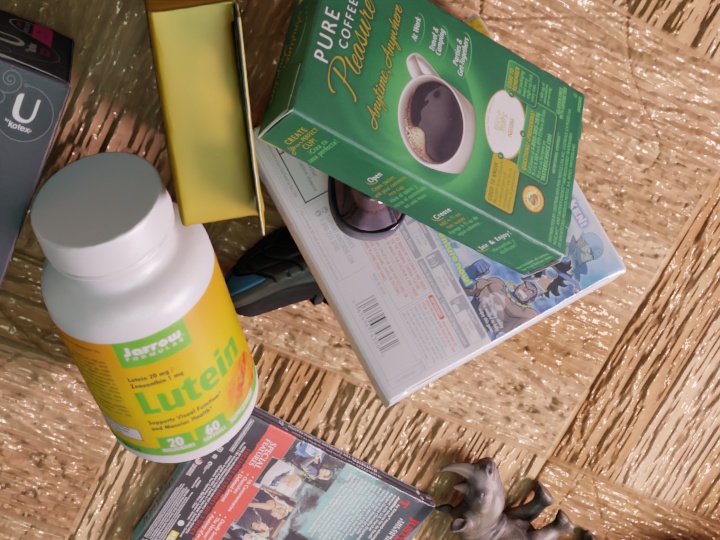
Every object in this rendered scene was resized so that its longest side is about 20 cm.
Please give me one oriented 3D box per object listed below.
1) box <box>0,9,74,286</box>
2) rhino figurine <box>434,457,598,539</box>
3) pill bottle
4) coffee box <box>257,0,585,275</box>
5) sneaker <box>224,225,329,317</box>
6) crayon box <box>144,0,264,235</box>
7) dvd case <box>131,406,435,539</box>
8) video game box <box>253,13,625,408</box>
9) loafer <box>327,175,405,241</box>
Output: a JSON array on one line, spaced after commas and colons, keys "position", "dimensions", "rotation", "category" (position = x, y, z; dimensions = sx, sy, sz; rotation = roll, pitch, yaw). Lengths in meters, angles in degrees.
[{"position": [-0.258, -0.057, 0.786], "dimensions": [0.105, 0.122, 0.202], "rotation": [19, 108, -19], "category": "box"}, {"position": [0.130, 0.220, 1.028], "dimensions": [0.087, 0.060, 0.200], "rotation": [-44, 113, 4], "category": "rhino figurine"}, {"position": [-0.140, 0.025, 0.821], "dimensions": [0.110, 0.112, 0.201], "rotation": [-19, 136, -4], "category": "pill bottle"}, {"position": [0.043, -0.093, 0.757], "dimensions": [0.199, 0.044, 0.124], "rotation": [24, 61, -25], "category": "coffee box"}, {"position": [0.000, 0.000, 0.897], "dimensions": [0.198, 0.073, 0.083], "rotation": [-20, 119, -2], "category": "sneaker"}, {"position": [-0.097, -0.112, 0.756], "dimensions": [0.050, 0.200, 0.128], "rotation": [-9, 114, -9], "category": "crayon box"}, {"position": [-0.059, 0.197, 0.996], "dimensions": [0.199, 0.022, 0.147], "rotation": [29, 104, -21], "category": "dvd case"}, {"position": [0.047, -0.041, 0.838], "dimensions": [0.181, 0.047, 0.201], "rotation": [-28, 81, -7], "category": "video game box"}, {"position": [0.008, -0.123, 0.798], "dimensions": [0.071, 0.063, 0.202], "rotation": [-1, 78, -3], "category": "loafer"}]
